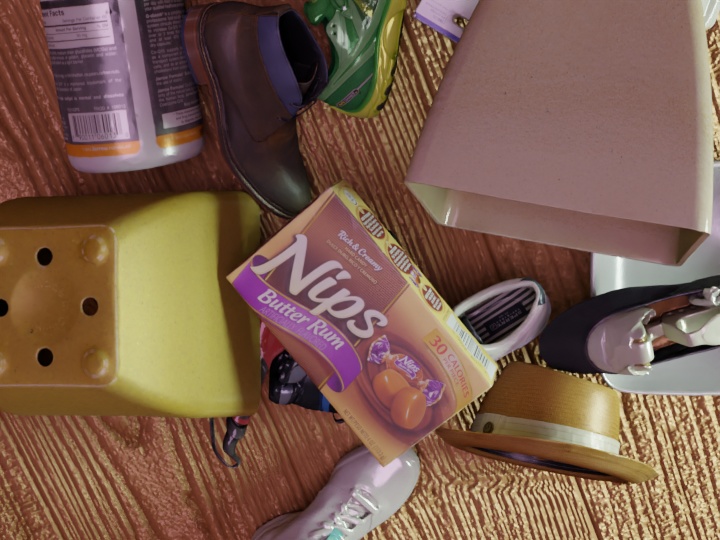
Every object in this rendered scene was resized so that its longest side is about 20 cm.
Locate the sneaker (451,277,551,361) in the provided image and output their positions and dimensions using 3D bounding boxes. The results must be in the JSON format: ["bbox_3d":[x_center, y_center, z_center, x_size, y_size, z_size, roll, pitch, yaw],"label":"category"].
[{"bbox_3d":[0.073,0.067,0.918,0.200,0.071,0.073,-37,66,-4],"label":"sneaker"}]

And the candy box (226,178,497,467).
[{"bbox_3d":[0.002,0.041,0.863,0.117,0.056,0.200,-38,93,17],"label":"candy box"}]

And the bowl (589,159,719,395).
[{"bbox_3d":[0.293,0.000,0.921,0.199,0.075,0.201,-3,106,6],"label":"bowl"}]

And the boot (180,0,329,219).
[{"bbox_3d":[-0.066,-0.127,0.880,0.097,0.075,0.201,1,129,39],"label":"boot"}]

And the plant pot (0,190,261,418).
[{"bbox_3d":[-0.204,0.027,0.860,0.194,0.200,0.195,-1,88,14],"label":"plant pot"}]

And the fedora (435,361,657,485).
[{"bbox_3d":[0.161,0.128,0.926,0.199,0.201,0.082,14,78,0],"label":"fedora"}]

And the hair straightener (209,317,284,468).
[{"bbox_3d":[-0.095,0.079,0.974,0.041,0.077,0.201,14,93,-24],"label":"hair straightener"}]

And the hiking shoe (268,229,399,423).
[{"bbox_3d":[-0.008,0.046,0.956,0.086,0.075,0.200,21,122,-20],"label":"hiking shoe"}]

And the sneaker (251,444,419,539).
[{"bbox_3d":[-0.025,0.239,1.003,0.200,0.089,0.075,-41,98,13],"label":"sneaker"}]

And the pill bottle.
[{"bbox_3d":[-0.196,-0.187,0.879,0.116,0.116,0.201,-5,105,5],"label":"pill bottle"}]

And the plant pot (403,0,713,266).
[{"bbox_3d":[0.159,-0.116,0.788,0.199,0.200,0.178,11,86,12],"label":"plant pot"}]

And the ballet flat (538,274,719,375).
[{"bbox_3d":[0.242,0.046,0.864,0.199,0.073,0.073,-14,105,8],"label":"ballet flat"}]

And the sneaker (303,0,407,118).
[{"bbox_3d":[-0.003,-0.225,0.876,0.083,0.074,0.201,7,107,-2],"label":"sneaker"}]

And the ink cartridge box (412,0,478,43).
[{"bbox_3d":[0.132,-0.271,0.873,0.099,0.039,0.201,30,104,-5],"label":"ink cartridge box"}]

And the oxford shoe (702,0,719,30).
[{"bbox_3d":[0.272,-0.279,0.854,0.058,0.075,0.201,5,101,-41],"label":"oxford shoe"}]
